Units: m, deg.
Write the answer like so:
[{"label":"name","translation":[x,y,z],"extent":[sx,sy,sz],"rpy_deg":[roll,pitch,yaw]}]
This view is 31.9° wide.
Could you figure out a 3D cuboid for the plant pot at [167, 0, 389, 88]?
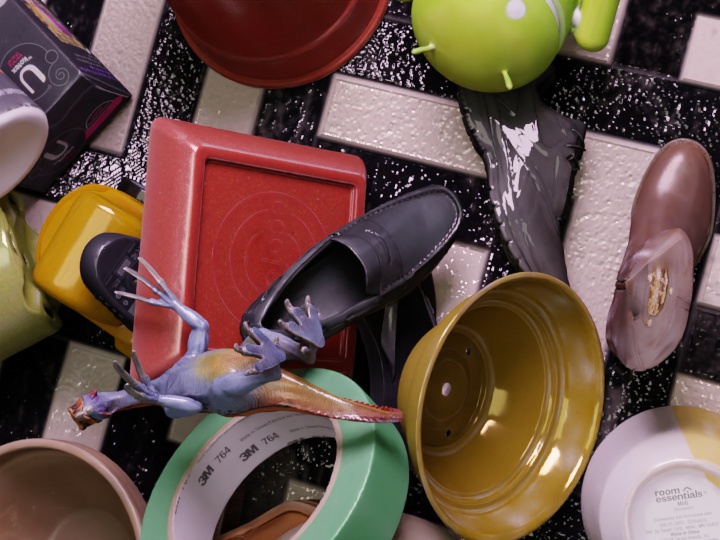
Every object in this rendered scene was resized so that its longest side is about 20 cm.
[{"label":"plant pot","translation":[-0.090,-0.263,0.983],"extent":[0.200,0.195,0.202],"rpy_deg":[-1,84,13]}]

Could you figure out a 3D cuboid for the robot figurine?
[{"label":"robot figurine","translation":[0.111,-0.218,0.953],"extent":[0.175,0.116,0.200],"rpy_deg":[20,58,13]}]

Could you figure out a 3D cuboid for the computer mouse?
[{"label":"computer mouse","translation":[-0.139,0.044,0.957],"extent":[0.034,0.200,0.059],"rpy_deg":[-3,46,50]}]

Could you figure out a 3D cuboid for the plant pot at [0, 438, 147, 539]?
[{"label":"plant pot","translation":[-0.239,0.236,1.015],"extent":[0.200,0.093,0.202],"rpy_deg":[-2,82,19]}]

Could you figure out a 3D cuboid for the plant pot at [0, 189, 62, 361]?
[{"label":"plant pot","translation":[-0.352,0.019,1.030],"extent":[0.184,0.200,0.201],"rpy_deg":[-20,80,-1]}]

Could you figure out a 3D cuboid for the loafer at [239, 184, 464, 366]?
[{"label":"loafer","translation":[0.000,0.000,0.923],"extent":[0.200,0.070,0.068],"rpy_deg":[-35,83,-18]}]

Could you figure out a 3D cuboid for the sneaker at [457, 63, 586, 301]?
[{"label":"sneaker","translation":[0.138,-0.075,0.978],"extent":[0.090,0.076,0.201],"rpy_deg":[-15,83,6]}]

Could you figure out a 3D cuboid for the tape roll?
[{"label":"tape roll","translation":[-0.063,0.162,0.886],"extent":[0.200,0.048,0.201],"rpy_deg":[-25,38,21]}]

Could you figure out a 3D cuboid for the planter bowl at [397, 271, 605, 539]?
[{"label":"planter bowl","translation":[0.088,0.095,0.943],"extent":[0.083,0.200,0.201],"rpy_deg":[11,86,49]}]

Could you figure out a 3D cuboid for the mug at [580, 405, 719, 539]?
[{"label":"mug","translation":[0.239,0.156,0.890],"extent":[0.149,0.153,0.187],"rpy_deg":[37,93,14]}]

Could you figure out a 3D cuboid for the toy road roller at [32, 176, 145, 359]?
[{"label":"toy road roller","translation":[-0.168,0.011,0.999],"extent":[0.200,0.146,0.123],"rpy_deg":[32,92,14]}]

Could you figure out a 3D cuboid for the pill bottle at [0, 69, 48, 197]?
[{"label":"pill bottle","translation":[-0.343,-0.145,0.966],"extent":[0.200,0.106,0.106],"rpy_deg":[42,94,12]}]

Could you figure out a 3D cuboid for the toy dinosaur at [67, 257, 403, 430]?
[{"label":"toy dinosaur","translation":[-0.108,0.087,0.849],"extent":[0.200,0.105,0.181],"rpy_deg":[48,130,-6]}]

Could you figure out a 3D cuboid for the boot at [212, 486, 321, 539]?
[{"label":"boot","translation":[-0.065,0.250,0.966],"extent":[0.199,0.074,0.155],"rpy_deg":[5,82,26]}]

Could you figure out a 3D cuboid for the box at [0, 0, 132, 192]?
[{"label":"box","translation":[-0.315,-0.181,1.071],"extent":[0.122,0.106,0.200],"rpy_deg":[-45,78,7]}]

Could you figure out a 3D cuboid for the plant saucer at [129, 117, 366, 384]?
[{"label":"plant saucer","translation":[-0.072,-0.005,0.964],"extent":[0.037,0.199,0.200],"rpy_deg":[-2,82,52]}]

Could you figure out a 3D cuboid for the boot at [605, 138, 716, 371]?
[{"label":"boot","translation":[0.215,-0.019,0.887],"extent":[0.064,0.200,0.187],"rpy_deg":[13,88,13]}]

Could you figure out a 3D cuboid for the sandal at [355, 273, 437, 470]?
[{"label":"sandal","translation":[0.036,0.055,0.986],"extent":[0.076,0.043,0.201],"rpy_deg":[-9,90,-31]}]

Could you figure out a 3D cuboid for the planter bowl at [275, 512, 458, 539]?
[{"label":"planter bowl","translation":[0.006,0.287,0.874],"extent":[0.199,0.135,0.201],"rpy_deg":[0,109,-1]}]
